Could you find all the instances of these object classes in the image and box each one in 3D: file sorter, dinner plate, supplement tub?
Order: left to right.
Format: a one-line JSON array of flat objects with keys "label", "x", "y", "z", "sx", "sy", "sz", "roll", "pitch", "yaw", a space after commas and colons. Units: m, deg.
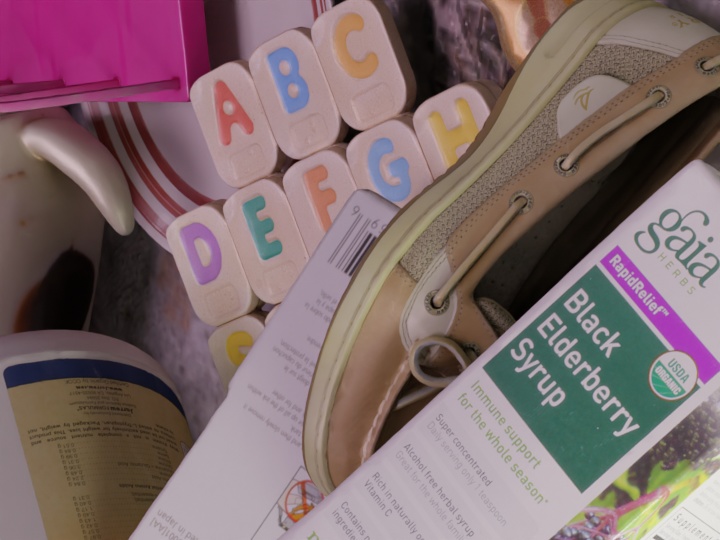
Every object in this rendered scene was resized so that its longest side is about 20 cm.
[{"label": "file sorter", "x": -0.176, "y": -0.136, "z": 1.069, "sx": 0.200, "sy": 0.125, "sz": 0.140, "roll": 5, "pitch": 103, "yaw": 52}, {"label": "supplement tub", "x": -0.116, "y": 0.140, "z": 0.973, "sx": 0.145, "sy": 0.144, "sz": 0.201, "roll": -57, "pitch": 42, "yaw": 42}, {"label": "dinner plate", "x": -0.064, "y": -0.100, "z": 1.055, "sx": 0.200, "sy": 0.024, "sz": 0.201, "roll": 15, "pitch": 109, "yaw": 49}]

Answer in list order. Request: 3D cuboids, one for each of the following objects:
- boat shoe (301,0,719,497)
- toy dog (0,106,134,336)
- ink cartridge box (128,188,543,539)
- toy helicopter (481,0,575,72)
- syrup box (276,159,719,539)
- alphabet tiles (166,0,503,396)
[{"label": "boat shoe", "x": 0.056, "y": -0.001, "z": 0.828, "sx": 0.063, "sy": 0.073, "sz": 0.201, "roll": 31, "pitch": 81, "yaw": 37}, {"label": "toy dog", "x": -0.161, "y": 0.030, "z": 1.134, "sx": 0.193, "sy": 0.139, "sz": 0.201, "roll": -7, "pitch": 99, "yaw": 26}, {"label": "ink cartridge box", "x": 0.030, "y": 0.091, "z": 0.872, "sx": 0.200, "sy": 0.044, "sz": 0.174, "roll": 33, "pitch": 89, "yaw": 33}, {"label": "toy helicopter", "x": 0.029, "y": -0.150, "z": 0.902, "sx": 0.200, "sy": 0.079, "sz": 0.132, "roll": 49, "pitch": 125, "yaw": 18}, {"label": "syrup box", "x": 0.068, "y": 0.067, "z": 0.788, "sx": 0.200, "sy": 0.081, "sz": 0.079, "roll": -43, "pitch": 59, "yaw": 8}, {"label": "alphabet tiles", "x": 0.000, "y": 0.000, "z": 0.979, "sx": 0.200, "sy": 0.015, "sz": 0.196, "roll": -22, "pitch": 88, "yaw": 47}]
